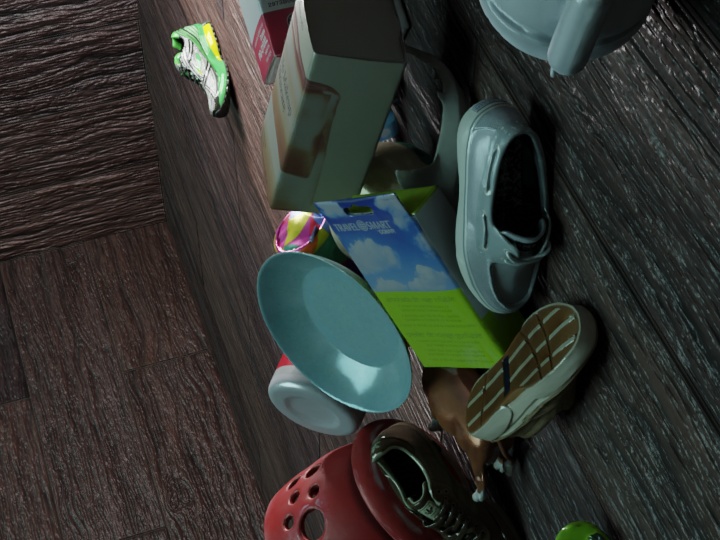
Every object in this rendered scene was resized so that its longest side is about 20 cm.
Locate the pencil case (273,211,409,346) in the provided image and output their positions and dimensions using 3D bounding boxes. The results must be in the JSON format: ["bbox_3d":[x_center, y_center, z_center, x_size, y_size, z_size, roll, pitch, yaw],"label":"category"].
[{"bbox_3d":[0.000,0.000,1.492,0.200,0.088,0.088,40,-173,-31],"label":"pencil case"}]

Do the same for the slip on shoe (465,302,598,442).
[{"bbox_3d":[0.155,0.092,1.180,0.200,0.060,0.076,124,156,-50],"label":"slip on shoe"}]

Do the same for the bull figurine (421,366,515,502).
[{"bbox_3d":[0.103,0.135,1.429,0.200,0.065,0.122,-116,12,-52],"label":"bull figurine"}]

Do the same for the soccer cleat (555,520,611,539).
[{"bbox_3d":[0.211,0.304,1.158,0.081,0.067,0.201,72,176,-59],"label":"soccer cleat"}]

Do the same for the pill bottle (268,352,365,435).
[{"bbox_3d":[-0.018,0.076,1.592,0.112,0.112,0.201,100,-168,-61],"label":"pill bottle"}]

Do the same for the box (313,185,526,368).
[{"bbox_3d":[0.057,0.001,1.254,0.122,0.048,0.200,-4,127,52],"label":"box"}]

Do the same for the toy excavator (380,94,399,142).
[{"bbox_3d":[0.003,-0.138,1.534,0.200,0.099,0.195,71,178,-53],"label":"toy excavator"}]

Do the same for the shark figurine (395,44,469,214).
[{"bbox_3d":[0.065,-0.106,1.257,0.128,0.089,0.216,-1,91,63],"label":"shark figurine"}]

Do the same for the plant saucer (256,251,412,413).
[{"bbox_3d":[-0.018,0.055,1.431,0.200,0.039,0.202,28,140,25],"label":"plant saucer"}]

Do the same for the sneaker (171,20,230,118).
[{"bbox_3d":[-0.282,-0.350,2.501,0.078,0.085,0.201,97,154,-58],"label":"sneaker"}]

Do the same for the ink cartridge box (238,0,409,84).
[{"bbox_3d":[-0.053,-0.308,1.426,0.084,0.144,0.201,128,126,-72],"label":"ink cartridge box"}]

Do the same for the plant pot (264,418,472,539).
[{"bbox_3d":[0.022,0.282,1.578,0.182,0.200,0.201,-42,53,28],"label":"plant pot"}]

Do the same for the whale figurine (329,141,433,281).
[{"bbox_3d":[0.059,-0.039,1.387,0.200,0.104,0.159,46,123,23],"label":"whale figurine"}]

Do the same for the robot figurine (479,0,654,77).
[{"bbox_3d":[0.130,-0.200,0.831,0.200,0.112,0.170,102,179,-63],"label":"robot figurine"}]

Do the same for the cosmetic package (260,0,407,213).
[{"bbox_3d":[-0.029,-0.154,1.284,0.200,0.087,0.104,111,157,-47],"label":"cosmetic package"}]

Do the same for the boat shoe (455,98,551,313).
[{"bbox_3d":[0.120,-0.039,1.147,0.072,0.070,0.202,-131,26,-52],"label":"boat shoe"}]

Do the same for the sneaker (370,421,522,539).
[{"bbox_3d":[0.082,0.247,1.447,0.200,0.075,0.071,45,117,11],"label":"sneaker"}]
